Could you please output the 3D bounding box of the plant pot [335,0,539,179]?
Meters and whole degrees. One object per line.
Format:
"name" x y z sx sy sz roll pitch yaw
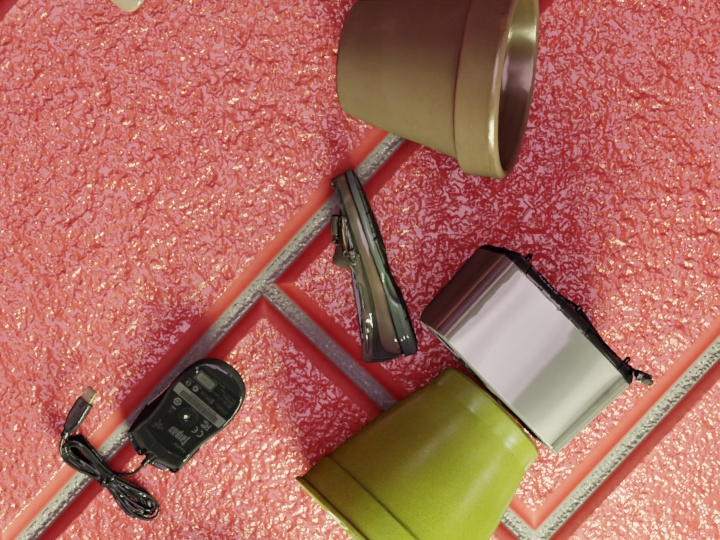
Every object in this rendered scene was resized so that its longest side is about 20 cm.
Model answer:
"plant pot" 0.073 -0.201 1.612 0.173 0.200 0.203 10 96 14

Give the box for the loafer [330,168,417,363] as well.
"loafer" 0.000 0.000 1.678 0.062 0.072 0.202 -19 99 6

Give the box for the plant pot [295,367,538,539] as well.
"plant pot" 0.071 0.209 1.653 0.200 0.200 0.193 46 82 -6

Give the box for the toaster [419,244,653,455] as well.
"toaster" 0.166 0.074 1.627 0.181 0.200 0.119 45 88 -7

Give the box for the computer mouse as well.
"computer mouse" -0.217 0.147 1.698 0.140 0.046 0.201 36 105 -9

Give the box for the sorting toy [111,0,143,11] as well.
"sorting toy" -0.239 -0.390 1.641 0.185 0.036 0.200 39 94 -6
